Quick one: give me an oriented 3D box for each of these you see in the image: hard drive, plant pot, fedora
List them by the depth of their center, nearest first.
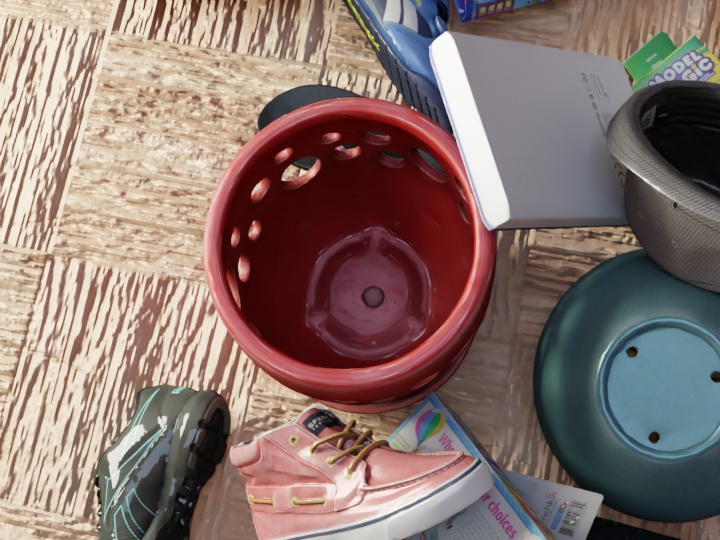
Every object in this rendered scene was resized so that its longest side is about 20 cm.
[{"bbox_3d":[0.247,-0.044,0.751,0.175,0.092,0.199,-22,46,-34],"label":"fedora"},{"bbox_3d":[0.211,0.080,0.787,0.196,0.135,0.204,-1,86,15],"label":"plant pot"},{"bbox_3d":[0.140,-0.095,0.799,0.025,0.198,0.134,-30,71,43],"label":"hard drive"},{"bbox_3d":[0.000,0.000,0.826,0.196,0.183,0.204,-1,76,6],"label":"plant pot"}]

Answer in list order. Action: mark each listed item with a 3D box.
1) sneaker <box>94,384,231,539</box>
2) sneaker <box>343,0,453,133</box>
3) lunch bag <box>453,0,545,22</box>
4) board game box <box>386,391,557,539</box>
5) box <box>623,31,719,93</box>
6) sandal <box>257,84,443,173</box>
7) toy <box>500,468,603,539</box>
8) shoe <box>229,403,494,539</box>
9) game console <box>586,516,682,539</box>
[{"bbox_3d":[-0.166,0.182,0.865,0.078,0.076,0.203,14,70,21],"label":"sneaker"},{"bbox_3d":[0.044,-0.207,0.930,0.081,0.074,0.202,-27,76,-3],"label":"sneaker"},{"bbox_3d":[0.121,-0.326,0.944,0.148,0.095,0.202,-16,64,-12],"label":"lunch bag"},{"bbox_3d":[0.051,0.187,0.763,0.135,0.200,0.034,-47,121,5],"label":"board game box"},{"bbox_3d":[0.266,-0.091,0.891,0.117,0.048,0.201,-39,74,-4],"label":"box"},{"bbox_3d":[0.009,-0.106,0.922,0.197,0.045,0.076,19,79,10],"label":"sandal"},{"bbox_3d":[0.079,0.198,0.796,0.047,0.198,0.116,40,68,-30],"label":"toy"},{"bbox_3d":[-0.008,0.132,0.757,0.198,0.071,0.092,-25,88,39],"label":"shoe"},{"bbox_3d":[0.238,0.255,0.725,0.197,0.119,0.175,18,65,-16],"label":"game console"}]
